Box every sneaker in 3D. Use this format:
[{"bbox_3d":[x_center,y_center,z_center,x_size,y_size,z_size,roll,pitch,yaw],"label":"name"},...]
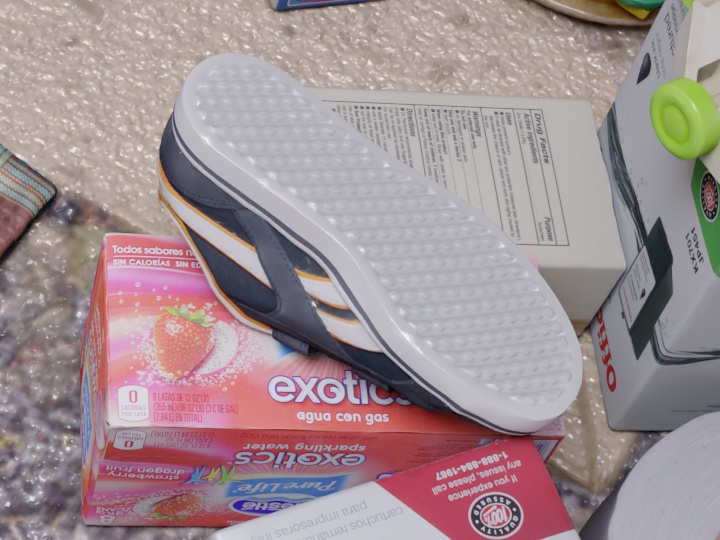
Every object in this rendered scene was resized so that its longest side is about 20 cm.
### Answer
[{"bbox_3d":[0.000,0.000,0.758,0.200,0.080,0.078,42,52,7],"label":"sneaker"}]

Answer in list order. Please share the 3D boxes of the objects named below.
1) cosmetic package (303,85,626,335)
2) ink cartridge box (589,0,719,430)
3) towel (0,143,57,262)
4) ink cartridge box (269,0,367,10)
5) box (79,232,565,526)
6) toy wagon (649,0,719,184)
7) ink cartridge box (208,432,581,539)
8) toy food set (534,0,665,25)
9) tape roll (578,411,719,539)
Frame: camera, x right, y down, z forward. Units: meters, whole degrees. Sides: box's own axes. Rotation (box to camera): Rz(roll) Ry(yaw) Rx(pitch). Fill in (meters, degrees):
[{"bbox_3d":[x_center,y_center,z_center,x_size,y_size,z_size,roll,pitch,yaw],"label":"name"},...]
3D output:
[{"bbox_3d":[0.019,-0.028,0.904,0.198,0.071,0.106,3,58,-15],"label":"cosmetic package"},{"bbox_3d":[0.171,-0.030,0.874,0.082,0.200,0.147,0,58,-12],"label":"ink cartridge box"},{"bbox_3d":[-0.254,-0.051,0.846,0.199,0.022,0.147,35,52,-4],"label":"towel"},{"bbox_3d":[-0.012,-0.249,0.952,0.076,0.200,0.137,-13,64,-23],"label":"ink cartridge box"},{"bbox_3d":[-0.021,0.053,0.826,0.198,0.103,0.095,2,58,-14],"label":"box"},{"bbox_3d":[0.191,-0.077,0.765,0.155,0.040,0.200,-25,67,-25],"label":"toy wagon"},{"bbox_3d":[0.028,0.197,0.726,0.144,0.145,0.201,-15,65,-24],"label":"ink cartridge box"},{"bbox_3d":[0.141,-0.225,1.074,0.197,0.049,0.200,36,56,7],"label":"toy food set"},{"bbox_3d":[0.192,0.164,0.842,0.199,0.066,0.201,8,58,-13],"label":"tape roll"}]
